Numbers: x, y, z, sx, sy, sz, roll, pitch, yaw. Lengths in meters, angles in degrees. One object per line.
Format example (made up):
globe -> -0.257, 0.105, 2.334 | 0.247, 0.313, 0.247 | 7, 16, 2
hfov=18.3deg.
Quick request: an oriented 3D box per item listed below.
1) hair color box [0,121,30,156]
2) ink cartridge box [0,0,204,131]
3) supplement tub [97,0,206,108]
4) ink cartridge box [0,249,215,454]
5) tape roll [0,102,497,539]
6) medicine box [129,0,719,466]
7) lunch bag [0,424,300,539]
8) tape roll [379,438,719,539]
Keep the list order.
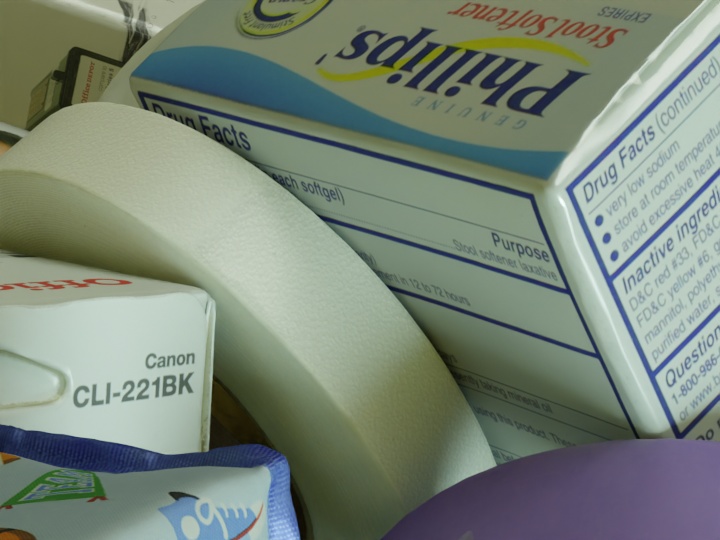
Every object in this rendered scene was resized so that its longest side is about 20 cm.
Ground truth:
hair color box -> -0.200, -0.028, 0.803 | 0.199, 0.061, 0.099 | 19, 29, -12
ink cartridge box -> -0.092, -0.100, 0.982 | 0.199, 0.084, 0.146 | 18, 29, -14
supplement tub -> 0.000, 0.000, 0.803 | 0.200, 0.123, 0.123 | 35, 20, -32
ink cartridge box -> -0.156, 0.037, 0.614 | 0.144, 0.084, 0.199 | -5, 9, -44
tape roll -> -0.043, 0.040, 0.680 | 0.202, 0.203, 0.037 | 36, 61, 19
medicine box -> 0.057, 0.004, 0.646 | 0.103, 0.201, 0.182 | -43, 35, -23
lunch bag -> -0.093, 0.152, 0.468 | 0.123, 0.201, 0.170 | 3, 17, 35
tape roll -> 0.082, 0.144, 0.579 | 0.199, 0.201, 0.085 | 22, 39, -6
